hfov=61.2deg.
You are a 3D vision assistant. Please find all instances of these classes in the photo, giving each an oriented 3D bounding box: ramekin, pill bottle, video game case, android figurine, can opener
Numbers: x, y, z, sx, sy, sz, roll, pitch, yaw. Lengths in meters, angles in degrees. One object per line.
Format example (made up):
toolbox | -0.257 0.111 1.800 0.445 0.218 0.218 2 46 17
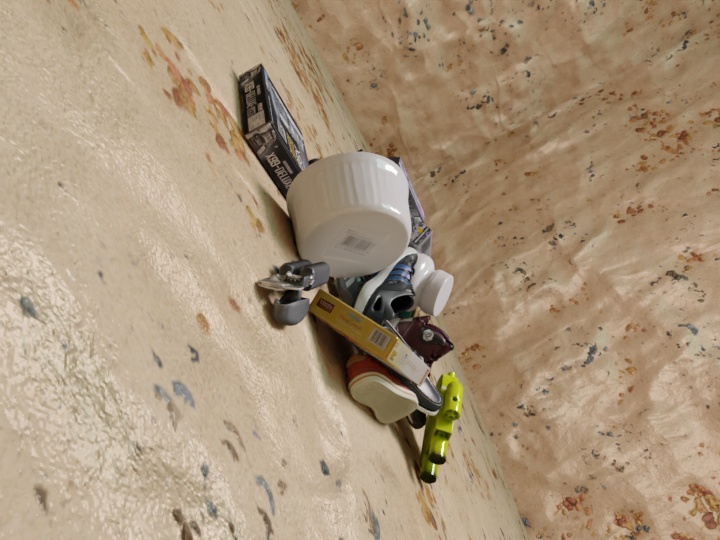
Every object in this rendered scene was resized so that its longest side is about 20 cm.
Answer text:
ramekin | -0.014 -0.076 0.941 0.201 0.196 0.100 52 23 -53
pill bottle | 0.071 0.008 1.156 0.197 0.113 0.111 25 -7 23
video game case | 0.040 -0.156 1.222 0.201 0.140 0.019 57 41 -54
android figurine | 0.145 0.275 1.107 0.202 0.040 0.185 -69 174 -50
can opener | -0.081 0.025 0.779 0.200 0.052 0.069 -23 120 -81

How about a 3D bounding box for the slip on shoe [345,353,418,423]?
slip on shoe | 0.035 0.182 0.934 0.200 0.073 0.062 47 17 -50

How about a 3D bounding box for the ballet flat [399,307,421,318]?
ballet flat | 0.101 0.096 1.275 0.070 0.064 0.204 34 -55 41

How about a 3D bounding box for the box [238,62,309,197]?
box | -0.142 -0.230 1.032 0.202 0.049 0.159 -105 167 -46

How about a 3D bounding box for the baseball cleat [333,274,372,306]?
baseball cleat | 0.000 0.000 1.064 0.070 0.104 0.203 57 15 -53

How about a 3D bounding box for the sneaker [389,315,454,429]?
sneaker | 0.120 0.177 1.098 0.075 0.113 0.205 5 71 -73

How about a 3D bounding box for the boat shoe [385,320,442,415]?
boat shoe | 0.072 0.156 1.033 0.200 0.060 0.076 44 22 3

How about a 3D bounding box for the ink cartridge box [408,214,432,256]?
ink cartridge box | 0.055 -0.095 1.233 0.199 0.050 0.110 39 -18 21

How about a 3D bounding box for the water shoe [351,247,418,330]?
water shoe | 0.059 0.035 1.015 0.078 0.072 0.200 32 42 14

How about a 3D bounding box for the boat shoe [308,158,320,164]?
boat shoe | -0.072 -0.163 1.192 0.200 0.073 0.061 54 13 -62

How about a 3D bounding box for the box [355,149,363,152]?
box | 0.004 -0.171 1.518 0.133 0.113 0.202 -103 167 -57

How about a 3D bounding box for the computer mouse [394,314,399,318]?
computer mouse | 0.045 0.139 1.178 0.139 0.052 0.203 59 23 -43

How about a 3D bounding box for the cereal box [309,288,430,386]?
cereal box | 0.018 0.105 0.905 0.142 0.040 0.200 29 -9 28
